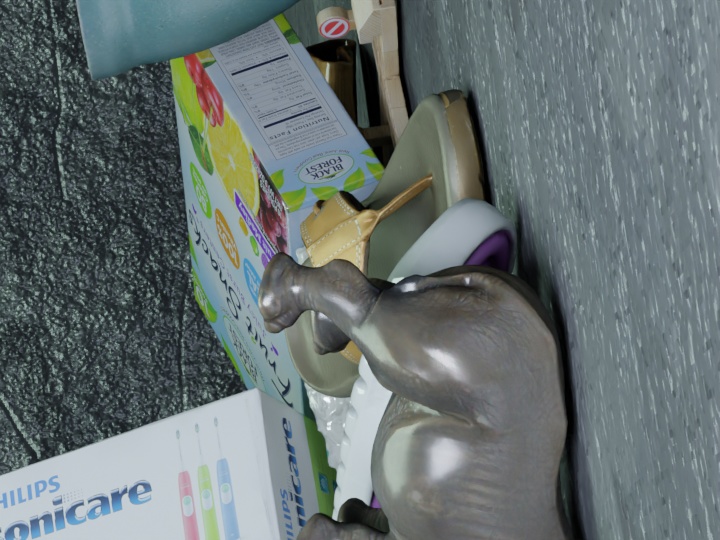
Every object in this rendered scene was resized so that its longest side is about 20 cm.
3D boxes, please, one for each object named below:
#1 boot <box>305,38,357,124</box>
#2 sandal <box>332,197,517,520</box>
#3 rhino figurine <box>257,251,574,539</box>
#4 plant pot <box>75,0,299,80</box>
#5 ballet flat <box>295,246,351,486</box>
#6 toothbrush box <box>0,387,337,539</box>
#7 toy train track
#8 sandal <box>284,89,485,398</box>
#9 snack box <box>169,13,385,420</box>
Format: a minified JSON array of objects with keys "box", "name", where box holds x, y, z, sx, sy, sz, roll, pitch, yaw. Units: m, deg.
[{"box":[-0.001,-0.009,1.439,0.188,0.068,0.200,-84,-5,-74],"name":"boot"},{"box":[0.031,0.060,0.954,0.050,0.082,0.203,32,150,22],"name":"sandal"},{"box":[0.028,0.084,0.870,0.060,0.087,0.200,-47,-45,-55],"name":"rhino figurine"},{"box":[-0.056,-0.183,1.138,0.200,0.134,0.200,173,90,-87],"name":"plant pot"},{"box":[0.023,0.071,1.157,0.072,0.072,0.200,94,166,-73],"name":"ballet flat"},{"box":[-0.056,0.134,1.227,0.200,0.146,0.086,37,-142,-58],"name":"toothbrush box"},{"box":[0.003,-0.059,1.298,0.200,0.033,0.115,85,175,-53],"name":"toy train track"},{"box":[0.000,0.000,1.057,0.200,0.054,0.080,134,126,-61],"name":"sandal"},{"box":[-0.035,-0.013,1.302,0.200,0.053,0.142,87,159,-48],"name":"snack box"}]
